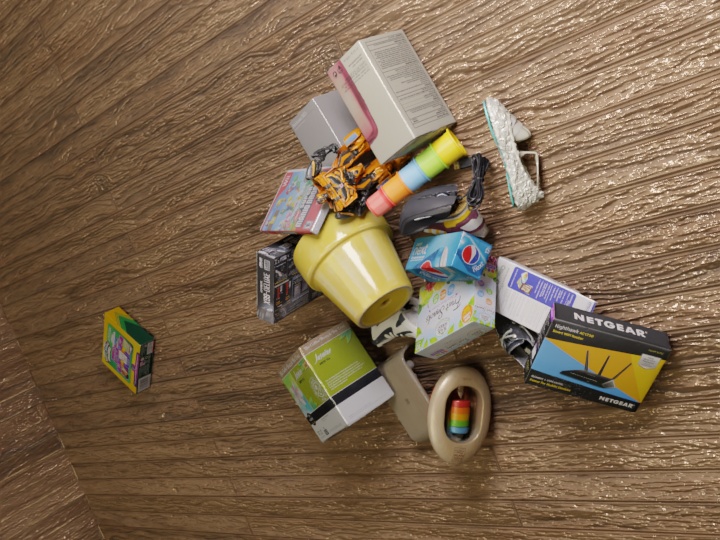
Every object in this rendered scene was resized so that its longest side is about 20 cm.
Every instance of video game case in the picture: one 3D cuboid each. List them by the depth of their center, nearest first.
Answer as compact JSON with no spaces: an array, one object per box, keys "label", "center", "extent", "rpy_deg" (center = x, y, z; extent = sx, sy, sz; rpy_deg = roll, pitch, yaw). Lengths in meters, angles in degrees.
[{"label":"video game case","center":[-0.114,-0.136,1.719],"extent":[0.017,0.143,0.200],"rpy_deg":[32,164,-32]}]

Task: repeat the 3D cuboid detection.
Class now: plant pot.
[{"label":"plant pot","center":[0.000,0.000,1.712],"extent":[0.189,0.200,0.201],"rpy_deg":[54,137,23]}]

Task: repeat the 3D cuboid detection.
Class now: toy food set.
[{"label":"toy food set","center":[0.120,0.263,1.859],"extent":[0.200,0.060,0.144],"rpy_deg":[58,148,7]}]

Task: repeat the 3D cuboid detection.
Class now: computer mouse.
[{"label":"computer mouse","center":[0.141,-0.145,1.572],"extent":[0.200,0.141,0.046],"rpy_deg":[-21,130,43]}]

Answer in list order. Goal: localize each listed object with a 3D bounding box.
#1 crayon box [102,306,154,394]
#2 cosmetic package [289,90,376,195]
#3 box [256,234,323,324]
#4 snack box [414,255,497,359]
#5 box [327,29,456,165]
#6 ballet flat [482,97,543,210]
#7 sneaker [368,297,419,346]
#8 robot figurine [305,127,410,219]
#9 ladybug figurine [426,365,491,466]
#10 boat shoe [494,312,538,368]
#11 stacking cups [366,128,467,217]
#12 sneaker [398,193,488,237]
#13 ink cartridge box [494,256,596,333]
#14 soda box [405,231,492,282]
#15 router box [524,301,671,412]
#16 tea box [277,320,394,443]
[{"label":"crayon box","center":[-0.690,0.237,2.607],"extent":[0.172,0.058,0.201],"rpy_deg":[37,131,26]},{"label":"cosmetic package","center":[-0.042,-0.243,1.736],"extent":[0.200,0.090,0.107],"rpy_deg":[56,140,3]},{"label":"box","center":[-0.136,0.002,1.862],"extent":[0.050,0.200,0.158],"rpy_deg":[22,124,30]},{"label":"snack box","center":[0.175,0.068,1.630],"extent":[0.200,0.053,0.143],"rpy_deg":[-39,40,54]},{"label":"box","center":[0.056,-0.311,1.578],"extent":[0.109,0.128,0.201],"rpy_deg":[-32,86,48]},{"label":"ballet flat","center":[0.265,-0.203,1.490],"extent":[0.072,0.072,0.201],"rpy_deg":[-6,107,45]},{"label":"sneaker","center":[0.083,0.120,1.800],"extent":[0.199,0.079,0.130],"rpy_deg":[34,131,27]},{"label":"robot figurine","center":[-0.007,-0.190,1.630],"extent":[0.145,0.200,0.058],"rpy_deg":[52,158,-14]},{"label":"ladybug figurine","center":[0.189,0.285,1.741],"extent":[0.072,0.135,0.201],"rpy_deg":[-171,89,-69]},{"label":"boat shoe","center":[0.289,0.126,1.612],"extent":[0.200,0.068,0.072],"rpy_deg":[51,135,14]},{"label":"stacking cups","center":[0.098,-0.171,1.592],"extent":[0.200,0.060,0.061],"rpy_deg":[-38,81,18]},{"label":"sneaker","center":[0.151,-0.085,1.637],"extent":[0.090,0.075,0.200],"rpy_deg":[47,159,-23]},{"label":"ink cartridge box","center":[0.316,0.057,1.555],"extent":[0.200,0.037,0.095],"rpy_deg":[28,103,34]},{"label":"soda box","center":[0.156,-0.022,1.594],"extent":[0.064,0.068,0.200],"rpy_deg":[25,170,-18]},{"label":"router box","center":[0.391,0.147,1.469],"extent":[0.199,0.051,0.150],"rpy_deg":[15,125,-1]},{"label":"tea box","center":[-0.058,0.245,1.925],"extent":[0.197,0.133,0.200],"rpy_deg":[56,152,9]}]
